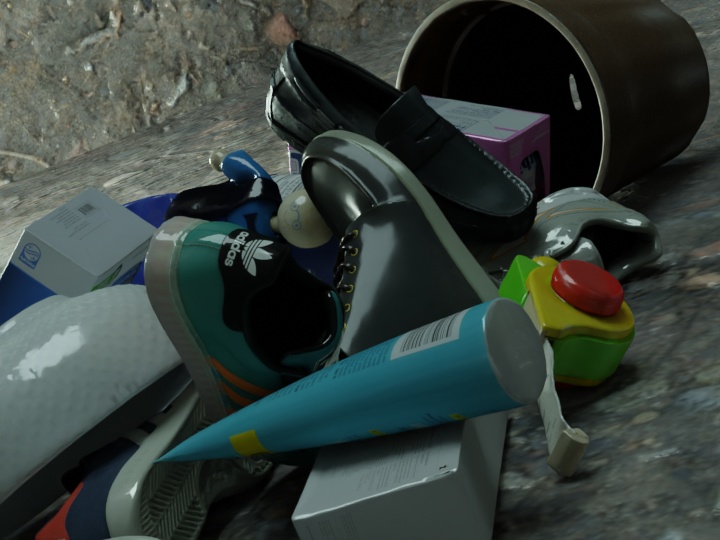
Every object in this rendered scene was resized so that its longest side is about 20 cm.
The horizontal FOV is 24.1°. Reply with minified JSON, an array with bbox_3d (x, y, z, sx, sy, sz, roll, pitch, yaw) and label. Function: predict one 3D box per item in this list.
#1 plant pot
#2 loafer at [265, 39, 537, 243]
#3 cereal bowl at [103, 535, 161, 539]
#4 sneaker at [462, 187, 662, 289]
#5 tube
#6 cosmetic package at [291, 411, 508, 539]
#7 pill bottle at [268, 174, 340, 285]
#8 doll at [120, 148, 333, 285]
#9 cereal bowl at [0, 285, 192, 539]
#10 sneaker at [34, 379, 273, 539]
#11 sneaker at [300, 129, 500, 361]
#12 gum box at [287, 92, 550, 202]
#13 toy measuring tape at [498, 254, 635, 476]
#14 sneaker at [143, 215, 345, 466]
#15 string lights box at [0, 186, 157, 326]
[{"bbox_3d":[0.167,-0.136,1.346,0.200,0.200,0.198,-7,10,44],"label":"plant pot"},{"bbox_3d":[0.026,-0.084,1.096,0.201,0.070,0.068,30,49,16],"label":"loafer"},{"bbox_3d":[-0.106,0.165,0.675,0.200,0.083,0.200,-18,13,5],"label":"cereal bowl"},{"bbox_3d":[0.108,-0.002,1.102,0.200,0.076,0.092,-26,19,-23],"label":"sneaker"},{"bbox_3d":[-0.006,0.063,0.821,0.200,0.050,0.077,-19,-8,35],"label":"tube"},{"bbox_3d":[0.027,0.094,0.851,0.083,0.051,0.200,-20,12,13],"label":"cosmetic package"},{"bbox_3d":[-0.038,-0.012,1.197,0.200,0.111,0.111,2,22,34],"label":"pill bottle"},{"bbox_3d":[-0.104,-0.016,1.145,0.200,0.137,0.048,-12,-17,25],"label":"doll"},{"bbox_3d":[-0.182,0.075,0.973,0.200,0.083,0.200,-40,-4,-3],"label":"cereal bowl"},{"bbox_3d":[-0.115,0.111,0.944,0.084,0.075,0.200,-19,8,23],"label":"sneaker"},{"bbox_3d":[0.000,0.000,1.027,0.106,0.200,0.075,-28,-30,-24],"label":"sneaker"},{"bbox_3d":[0.046,-0.064,1.234,0.200,0.114,0.066,13,28,32],"label":"gum box"},{"bbox_3d":[0.120,0.049,0.912,0.074,0.074,0.200,-18,29,6],"label":"toy measuring tape"},{"bbox_3d":[-0.041,0.049,0.905,0.080,0.200,0.071,9,59,30],"label":"sneaker"},{"bbox_3d":[-0.217,0.050,1.117,0.200,0.059,0.103,-59,-4,25],"label":"string lights box"}]
